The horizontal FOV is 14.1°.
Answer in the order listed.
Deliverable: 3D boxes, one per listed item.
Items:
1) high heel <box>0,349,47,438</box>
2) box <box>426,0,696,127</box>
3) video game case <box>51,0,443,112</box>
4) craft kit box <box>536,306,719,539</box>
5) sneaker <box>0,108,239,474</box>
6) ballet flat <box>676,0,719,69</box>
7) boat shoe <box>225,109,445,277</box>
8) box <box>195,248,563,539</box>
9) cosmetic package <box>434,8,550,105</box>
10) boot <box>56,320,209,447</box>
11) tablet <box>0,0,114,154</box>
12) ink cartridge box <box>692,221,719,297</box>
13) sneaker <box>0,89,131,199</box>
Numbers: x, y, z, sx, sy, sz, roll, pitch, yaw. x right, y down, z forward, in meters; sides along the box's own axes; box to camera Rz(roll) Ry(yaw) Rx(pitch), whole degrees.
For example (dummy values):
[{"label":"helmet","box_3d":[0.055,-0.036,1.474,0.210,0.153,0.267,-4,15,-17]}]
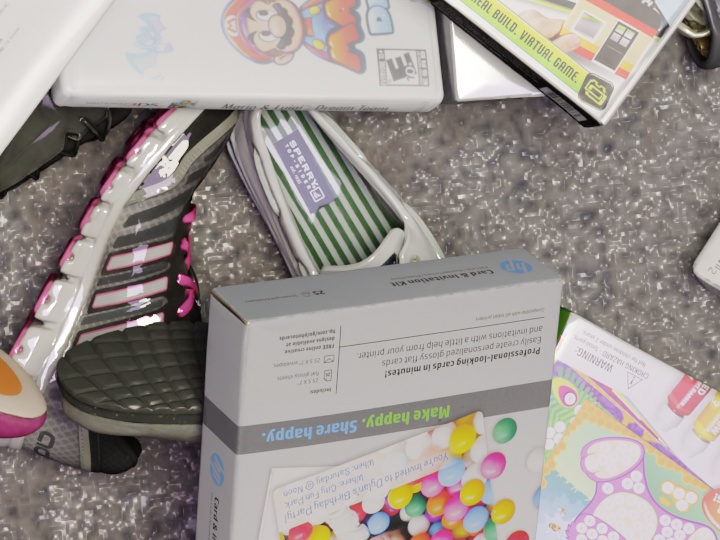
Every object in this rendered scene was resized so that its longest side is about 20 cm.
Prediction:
[{"label":"high heel","box_3d":[-0.241,0.060,1.322,0.199,0.067,0.096,18,115,4]},{"label":"box","box_3d":[0.059,-0.167,1.298,0.200,0.035,0.110,37,86,-8]},{"label":"video game case","box_3d":[-0.057,-0.170,1.323,0.181,0.024,0.201,0,76,-22]},{"label":"craft kit box","box_3d":[0.137,0.150,1.395,0.199,0.049,0.198,27,92,-7]},{"label":"sneaker","box_3d":[-0.097,0.009,1.350,0.087,0.074,0.201,28,93,-6]},{"label":"ballet flat","box_3d":[0.128,-0.178,1.372,0.073,0.073,0.200,-36,98,-4]},{"label":"boat shoe","box_3d":[0.000,0.000,1.362,0.073,0.067,0.200,-39,96,-4]},{"label":"box","box_3d":[0.005,0.097,1.280,0.155,0.041,0.201,-7,116,-27]},{"label":"cosmetic package","box_3d":[0.054,-0.179,1.356,0.050,0.083,0.201,-5,93,-9]},{"label":"boot","box_3d":[-0.047,0.095,1.324,0.199,0.068,0.131,1,122,-22]},{"label":"tablet","box_3d":[-0.191,-0.105,1.259,0.130,0.014,0.200,34,81,14]},{"label":"ink cartridge box","box_3d":[0.282,-0.036,1.367,0.176,0.045,0.201,33,88,23]},{"label":"sneaker","box_3d":[-0.157,-0.072,1.340,0.090,0.076,0.201,28,89,-10]}]
